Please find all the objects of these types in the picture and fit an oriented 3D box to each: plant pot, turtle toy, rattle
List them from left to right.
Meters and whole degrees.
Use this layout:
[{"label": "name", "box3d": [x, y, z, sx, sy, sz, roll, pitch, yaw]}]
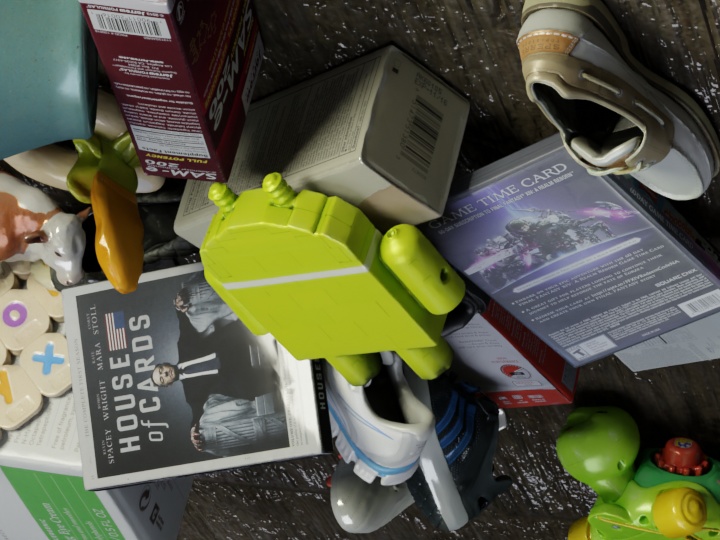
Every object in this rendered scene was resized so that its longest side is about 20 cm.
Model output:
[{"label": "plant pot", "box3d": [-0.256, -0.149, 1.482, 0.186, 0.201, 0.200, -1, 153, -3]}, {"label": "rattle", "box3d": [-0.241, -0.058, 1.690, 0.198, 0.144, 0.130, 7, 171, 2]}, {"label": "turtle toy", "box3d": [0.237, 0.181, 1.928, 0.199, 0.102, 0.145, 30, 149, -26]}]

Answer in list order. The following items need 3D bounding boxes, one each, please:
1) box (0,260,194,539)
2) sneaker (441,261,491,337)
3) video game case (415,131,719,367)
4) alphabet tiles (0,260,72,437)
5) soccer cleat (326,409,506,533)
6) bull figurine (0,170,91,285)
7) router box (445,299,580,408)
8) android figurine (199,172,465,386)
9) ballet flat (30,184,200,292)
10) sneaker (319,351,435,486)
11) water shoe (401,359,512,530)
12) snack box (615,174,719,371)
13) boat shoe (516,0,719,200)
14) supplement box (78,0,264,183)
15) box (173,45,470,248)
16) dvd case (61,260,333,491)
[{"label": "box", "box3d": [-0.230, 0.104, 1.911, 0.170, 0.201, 0.199, 8, 152, 17]}, {"label": "sneaker", "box3d": [0.000, 0.000, 1.697, 0.199, 0.113, 0.073, -1, 148, 28]}, {"label": "video game case", "box3d": [0.143, -0.011, 1.612, 0.142, 0.019, 0.200, -24, 133, 34]}, {"label": "alphabet tiles", "box3d": [-0.304, 0.048, 1.834, 0.196, 0.200, 0.015, 47, 170, 26]}, {"label": "soccer cleat", "box3d": [0.044, 0.147, 1.901, 0.077, 0.200, 0.070, -13, 102, 35]}, {"label": "bull figurine", "box3d": [-0.293, -0.041, 1.777, 0.199, 0.065, 0.122, 32, 133, -6]}, {"label": "router box", "box3d": [0.039, 0.046, 1.831, 0.199, 0.049, 0.179, -7, 146, 36]}, {"label": "android figurine", "box3d": [-0.025, 0.005, 1.585, 0.181, 0.041, 0.200, -8, 138, 38]}, {"label": "ballet flat", "box3d": [-0.174, -0.030, 1.775, 0.199, 0.067, 0.057, -18, 159, 34]}, {"label": "sneaker", "box3d": [-0.016, 0.056, 1.720, 0.200, 0.075, 0.087, 45, 145, 6]}, {"label": "water shoe", "box3d": [0.060, 0.103, 1.813, 0.071, 0.079, 0.201, 39, 153, 47]}, {"label": "snack box", "box3d": [0.192, 0.002, 1.687, 0.116, 0.037, 0.200, -11, 143, 36]}, {"label": "boat shoe", "box3d": [0.156, -0.093, 1.494, 0.074, 0.069, 0.200, -9, 144, 39]}, {"label": "supplement box", "box3d": [-0.113, -0.152, 1.475, 0.060, 0.110, 0.200, 8, 153, 12]}, {"label": "box", "box3d": [-0.028, -0.069, 1.606, 0.078, 0.096, 0.199, 33, 149, -31]}, {"label": "dvd case", "box3d": [-0.119, 0.070, 1.721, 0.199, 0.152, 0.025, -11, 173, 25]}]
